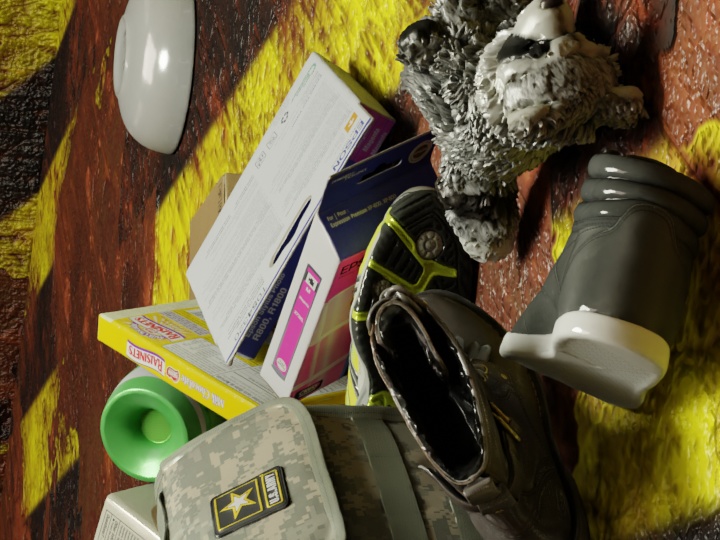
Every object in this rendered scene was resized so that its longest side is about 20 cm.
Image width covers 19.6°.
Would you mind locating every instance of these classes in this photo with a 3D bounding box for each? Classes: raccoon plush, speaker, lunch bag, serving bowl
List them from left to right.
[{"bbox_3d":[-0.228,-0.229,2.250,0.200,0.065,0.202,-176,90,-75],"label":"serving bowl"},{"bbox_3d":[-0.124,0.091,1.604,0.200,0.088,0.089,-40,-37,-63],"label":"speaker"},{"bbox_3d":[-0.012,0.155,1.129,0.164,0.198,0.119,-111,28,-57],"label":"lunch bag"},{"bbox_3d":[0.096,-0.061,1.069,0.134,0.096,0.201,54,169,47],"label":"raccoon plush"}]

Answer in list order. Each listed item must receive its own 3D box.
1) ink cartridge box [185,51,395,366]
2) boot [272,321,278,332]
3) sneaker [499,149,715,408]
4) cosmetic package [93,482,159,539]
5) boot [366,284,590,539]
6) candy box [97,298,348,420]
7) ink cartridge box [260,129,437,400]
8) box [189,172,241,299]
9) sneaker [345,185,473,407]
[{"bbox_3d":[-0.048,-0.041,1.471,0.197,0.043,0.200,-59,22,10],"label":"ink cartridge box"},{"bbox_3d":[-0.051,0.054,1.548,0.075,0.073,0.202,-22,63,62],"label":"boot"},{"bbox_3d":[0.117,0.003,0.960,0.200,0.070,0.100,117,173,-80],"label":"sneaker"},{"bbox_3d":[-0.105,0.246,1.487,0.199,0.071,0.106,34,116,32],"label":"cosmetic package"},{"bbox_3d":[0.046,0.054,1.013,0.201,0.069,0.174,61,-175,36],"label":"boot"},{"bbox_3d":[-0.092,0.066,1.479,0.199,0.102,0.027,26,119,46],"label":"candy box"},{"bbox_3d":[0.000,0.000,1.311,0.037,0.094,0.201,47,143,24],"label":"ink cartridge box"},{"bbox_3d":[-0.136,0.029,1.936,0.163,0.021,0.202,137,134,-69],"label":"box"},{"bbox_3d":[0.019,0.044,1.272,0.076,0.075,0.202,-130,47,-67],"label":"sneaker"}]
